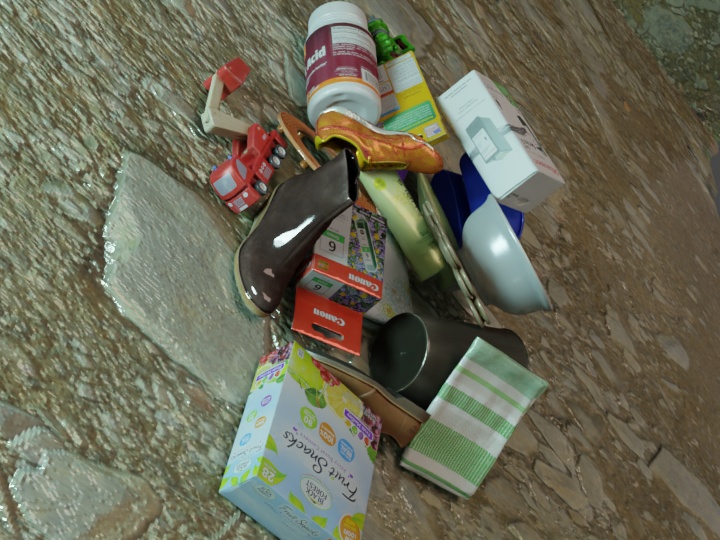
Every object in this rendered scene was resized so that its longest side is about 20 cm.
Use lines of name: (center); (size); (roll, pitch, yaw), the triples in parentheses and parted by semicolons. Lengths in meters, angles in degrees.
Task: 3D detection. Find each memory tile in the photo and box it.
memory tile: (0.137, -0.011, 1.509); (0.154, 0.017, 0.200); (60, 6, -21)

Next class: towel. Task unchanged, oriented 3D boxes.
towel: (0.000, 0.000, 1.475); (0.200, 0.048, 0.172); (25, 49, -43)
towel: (0.153, 0.205, 1.405); (0.152, 0.200, 0.023); (32, 4, -33)

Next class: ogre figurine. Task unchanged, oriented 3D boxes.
ogre figurine: (0.051, -0.346, 1.765); (0.200, 0.098, 0.120); (37, 28, -43)

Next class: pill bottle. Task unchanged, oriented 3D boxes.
pill bottle: (-0.030, -0.316, 1.617); (0.114, 0.114, 0.201); (30, 43, -40)

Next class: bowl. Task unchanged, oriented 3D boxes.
bowl: (0.206, -0.008, 1.575); (0.202, 0.090, 0.201); (62, 6, -12)

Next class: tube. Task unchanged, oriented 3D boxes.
tube: (0.061, -0.081, 1.533); (0.201, 0.052, 0.058); (60, 5, -1)
tube: (0.125, -0.067, 1.670); (0.052, 0.058, 0.201); (-7, 72, -37)

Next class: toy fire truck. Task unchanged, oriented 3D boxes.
toy fire truck: (-0.166, -0.182, 1.380); (0.141, 0.049, 0.200); (47, 35, -20)

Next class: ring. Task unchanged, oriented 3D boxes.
ring: (-0.051, -0.149, 1.489); (0.200, 0.019, 0.201); (46, 13, -14)

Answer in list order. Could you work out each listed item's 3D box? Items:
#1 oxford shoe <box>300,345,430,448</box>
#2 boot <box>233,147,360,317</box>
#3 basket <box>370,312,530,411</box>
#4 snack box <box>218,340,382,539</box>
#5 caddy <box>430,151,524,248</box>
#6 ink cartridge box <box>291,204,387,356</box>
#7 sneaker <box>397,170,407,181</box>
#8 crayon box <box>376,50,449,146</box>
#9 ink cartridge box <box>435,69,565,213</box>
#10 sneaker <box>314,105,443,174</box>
oxford shoe: (-0.005, 0.163, 1.322); (0.200, 0.071, 0.071); (34, -3, -16)
boot: (-0.076, -0.051, 1.291); (0.072, 0.166, 0.201); (37, 39, -32)
basket: (0.122, 0.142, 1.453); (0.199, 0.136, 0.181); (22, 72, -38)
snack box: (-0.061, 0.211, 1.197); (0.169, 0.068, 0.201); (44, 37, -26)
caddy: (0.200, -0.103, 1.748); (0.105, 0.141, 0.201); (21, 50, -42)
ink cartridge box: (-0.026, 0.001, 1.354); (0.109, 0.050, 0.201); (23, 50, -24)
sneaker: (0.069, -0.204, 1.693); (0.081, 0.088, 0.201); (49, 36, -22)
crayon box: (0.058, -0.242, 1.634); (0.052, 0.125, 0.201); (56, 13, -50)
ink cartridge box: (0.224, -0.202, 1.646); (0.146, 0.084, 0.201); (7, 50, -61)
sneaker: (0.025, -0.170, 1.504); (0.199, 0.073, 0.078); (16, 68, -12)
